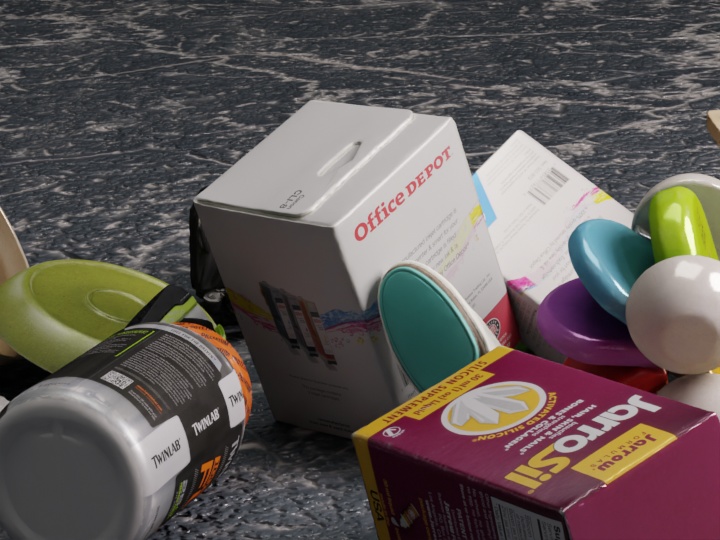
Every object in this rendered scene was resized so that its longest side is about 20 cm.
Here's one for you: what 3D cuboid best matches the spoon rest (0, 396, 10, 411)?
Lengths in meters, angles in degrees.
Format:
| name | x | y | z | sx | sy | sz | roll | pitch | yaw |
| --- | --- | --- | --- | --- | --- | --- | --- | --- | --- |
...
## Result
| name | x | y | z | sx | sy | sz | roll | pitch | yaw |
| --- | --- | --- | --- | --- | --- | --- | --- | --- | --- |
| spoon rest | -0.283 | 0.124 | 1.745 | 0.098 | 0.061 | 0.200 | -2 | 2 | -1 |

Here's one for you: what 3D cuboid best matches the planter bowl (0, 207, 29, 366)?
| name | x | y | z | sx | sy | sz | roll | pitch | yaw |
| --- | --- | --- | --- | --- | --- | --- | --- | --- | --- |
| planter bowl | -0.364 | 0.009 | 1.955 | 0.134 | 0.201 | 0.200 | -27 | 9 | 16 |

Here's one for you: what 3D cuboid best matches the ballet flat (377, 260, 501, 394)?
| name | x | y | z | sx | sy | sz | roll | pitch | yaw |
| --- | --- | --- | --- | --- | --- | --- | --- | --- | --- |
| ballet flat | 0.084 | 0.078 | 1.667 | 0.069 | 0.070 | 0.200 | -17 | 61 | -43 |

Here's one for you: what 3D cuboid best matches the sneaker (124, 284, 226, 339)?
| name | x | y | z | sx | sy | sz | roll | pitch | yaw |
| --- | --- | --- | --- | --- | --- | --- | --- | --- | --- |
| sneaker | -0.152 | 0.088 | 1.794 | 0.072 | 0.083 | 0.200 | -37 | 12 | 44 |

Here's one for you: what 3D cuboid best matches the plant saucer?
| name | x | y | z | sx | sy | sz | roll | pitch | yaw |
| --- | --- | --- | --- | --- | --- | --- | --- | --- | --- |
| plant saucer | -0.191 | 0.039 | 1.925 | 0.198 | 0.031 | 0.200 | 16 | 22 | -7 |

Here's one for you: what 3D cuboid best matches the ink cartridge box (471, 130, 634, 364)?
| name | x | y | z | sx | sy | sz | roll | pitch | yaw |
| --- | --- | --- | --- | --- | --- | --- | --- | --- | --- |
| ink cartridge box | 0.157 | 0.002 | 1.843 | 0.200 | 0.068 | 0.115 | 38 | 62 | 16 |

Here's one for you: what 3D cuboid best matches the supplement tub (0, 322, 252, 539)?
| name | x | y | z | sx | sy | sz | roll | pitch | yaw |
| --- | --- | --- | --- | --- | --- | --- | --- | --- | --- |
| supplement tub | -0.152 | 0.107 | 1.626 | 0.122 | 0.124 | 0.200 | 3 | 16 | 21 |

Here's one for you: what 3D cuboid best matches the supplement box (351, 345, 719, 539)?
| name | x | y | z | sx | sy | sz | roll | pitch | yaw |
| --- | --- | --- | --- | --- | --- | --- | --- | --- | --- |
| supplement box | 0.109 | 0.134 | 1.470 | 0.130 | 0.104 | 0.199 | -28 | 26 | -31 |

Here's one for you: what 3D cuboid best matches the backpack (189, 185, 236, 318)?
| name | x | y | z | sx | sy | sz | roll | pitch | yaw |
| --- | --- | --- | --- | --- | --- | --- | --- | --- | --- |
| backpack | -0.044 | -0.026 | 2.091 | 0.198 | 0.128 | 0.167 | -1 | 12 | -6 |

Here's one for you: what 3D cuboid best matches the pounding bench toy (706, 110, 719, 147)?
| name | x | y | z | sx | sy | sz | roll | pitch | yaw |
| --- | --- | --- | --- | --- | --- | --- | --- | --- | --- |
| pounding bench toy | 0.324 | -0.059 | 1.866 | 0.123 | 0.157 | 0.200 | -2 | 17 | -2 |

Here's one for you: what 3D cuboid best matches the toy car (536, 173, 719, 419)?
| name | x | y | z | sx | sy | sz | roll | pitch | yaw |
| --- | --- | --- | --- | --- | --- | --- | --- | --- | --- |
| toy car | 0.196 | 0.040 | 1.673 | 0.149 | 0.201 | 0.175 | -6 | 30 | 12 |

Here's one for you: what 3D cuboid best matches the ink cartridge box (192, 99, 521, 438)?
| name | x | y | z | sx | sy | sz | roll | pitch | yaw |
| --- | --- | --- | --- | --- | --- | --- | --- | --- | --- |
| ink cartridge box | 0.000 | 0.000 | 1.777 | 0.144 | 0.201 | 0.145 | 11 | 41 | 40 |

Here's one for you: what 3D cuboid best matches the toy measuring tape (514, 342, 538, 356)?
| name | x | y | z | sx | sy | sz | roll | pitch | yaw |
| --- | --- | --- | --- | --- | --- | --- | --- | --- | --- |
| toy measuring tape | 0.067 | 0.028 | 1.898 | 0.199 | 0.074 | 0.074 | 32 | 26 | 14 |
